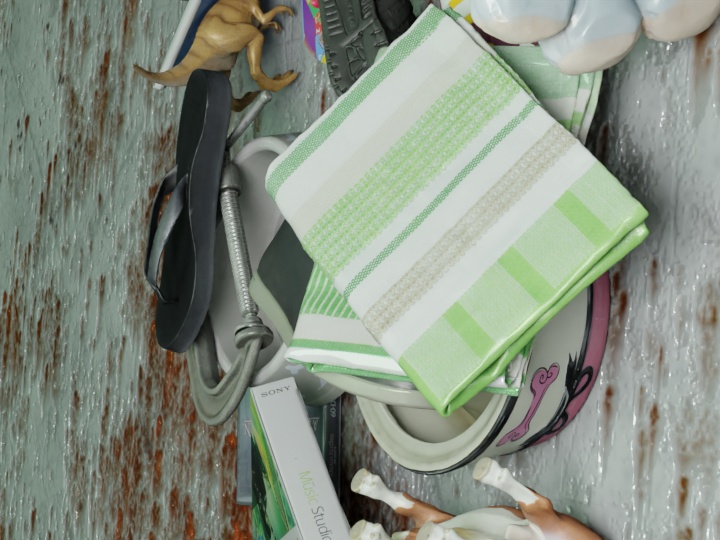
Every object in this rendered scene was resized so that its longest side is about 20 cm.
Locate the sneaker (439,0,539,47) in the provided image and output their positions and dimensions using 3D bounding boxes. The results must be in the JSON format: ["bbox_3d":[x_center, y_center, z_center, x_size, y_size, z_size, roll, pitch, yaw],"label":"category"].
[{"bbox_3d":[0.070,-0.159,0.975,0.200,0.074,0.091,51,123,51],"label":"sneaker"}]

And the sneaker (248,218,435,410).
[{"bbox_3d":[0.000,0.000,0.931,0.200,0.074,0.107,38,113,52],"label":"sneaker"}]

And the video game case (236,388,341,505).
[{"bbox_3d":[-0.055,0.077,1.213,0.142,0.019,0.203,-11,76,59],"label":"video game case"}]

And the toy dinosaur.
[{"bbox_3d":[-0.108,-0.169,1.226,0.060,0.107,0.201,-8,37,43],"label":"toy dinosaur"}]

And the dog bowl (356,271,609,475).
[{"bbox_3d":[0.070,0.020,0.952,0.200,0.073,0.203,-12,76,59],"label":"dog bowl"}]

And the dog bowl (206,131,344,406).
[{"bbox_3d":[-0.054,-0.005,1.148,0.199,0.058,0.203,-15,73,58],"label":"dog bowl"}]

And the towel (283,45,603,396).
[{"bbox_3d":[0.045,-0.035,0.873,0.151,0.023,0.202,3,68,34],"label":"towel"}]

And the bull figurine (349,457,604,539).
[{"bbox_3d":[0.060,0.165,0.926,0.199,0.121,0.066,-20,40,50],"label":"bull figurine"}]

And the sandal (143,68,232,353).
[{"bbox_3d":[-0.131,-0.043,1.144,0.076,0.042,0.203,-164,80,-65],"label":"sandal"}]

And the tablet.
[{"bbox_3d":[-0.100,-0.237,1.244,0.130,0.014,0.200,-54,-1,-43],"label":"tablet"}]

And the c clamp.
[{"bbox_3d":[-0.097,0.001,1.138,0.171,0.027,0.202,-42,50,49],"label":"c clamp"}]

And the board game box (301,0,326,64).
[{"bbox_3d":[-0.023,-0.253,1.178,0.158,0.039,0.202,-22,67,57],"label":"board game box"}]

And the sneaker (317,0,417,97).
[{"bbox_3d":[0.011,-0.160,1.056,0.059,0.104,0.202,-7,78,18],"label":"sneaker"}]

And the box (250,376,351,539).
[{"bbox_3d":[-0.040,0.188,1.080,0.201,0.036,0.145,96,157,-50],"label":"box"}]

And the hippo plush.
[{"bbox_3d":[0.094,-0.204,0.845,0.160,0.199,0.161,-54,29,8],"label":"hippo plush"}]

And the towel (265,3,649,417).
[{"bbox_3d":[0.045,-0.036,0.846,0.149,0.031,0.200,-44,51,8],"label":"towel"}]
